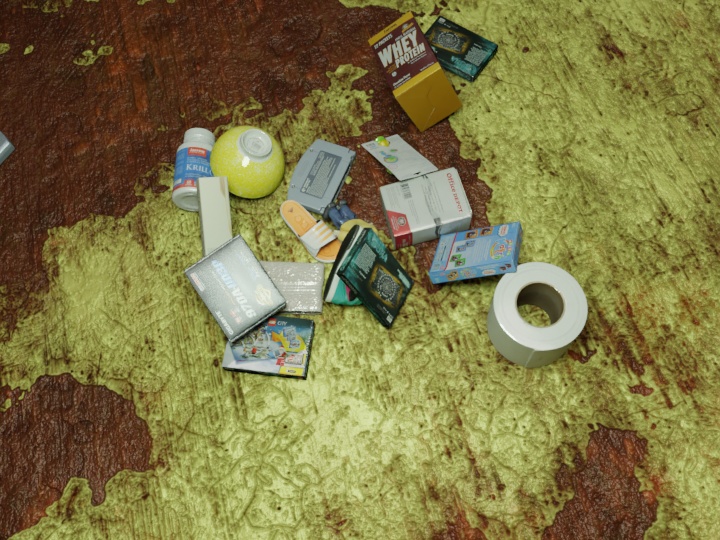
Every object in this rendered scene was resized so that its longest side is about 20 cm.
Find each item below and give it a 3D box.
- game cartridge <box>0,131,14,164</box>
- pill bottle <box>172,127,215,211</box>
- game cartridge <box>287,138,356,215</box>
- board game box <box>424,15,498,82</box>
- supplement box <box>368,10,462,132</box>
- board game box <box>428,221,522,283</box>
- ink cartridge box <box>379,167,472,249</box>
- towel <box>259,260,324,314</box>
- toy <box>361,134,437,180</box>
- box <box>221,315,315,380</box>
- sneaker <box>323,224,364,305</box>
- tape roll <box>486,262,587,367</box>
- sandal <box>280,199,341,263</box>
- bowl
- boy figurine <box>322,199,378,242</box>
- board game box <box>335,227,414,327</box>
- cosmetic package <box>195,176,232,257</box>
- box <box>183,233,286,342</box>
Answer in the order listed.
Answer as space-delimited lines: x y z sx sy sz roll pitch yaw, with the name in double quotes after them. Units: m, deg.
-1.088 -0.360 1.775 0.199 0.041 0.134 28 68 15 "game cartridge"
-0.429 -0.267 1.637 0.111 0.112 0.202 -4 67 3 "pill bottle"
-0.108 -0.247 1.645 0.132 0.042 0.202 18 69 17 "game cartridge"
0.270 -0.629 1.773 0.199 0.028 0.136 34 74 16 "board game box"
0.145 -0.514 1.633 0.132 0.197 0.202 -29 65 16 "supplement box"
0.269 -0.042 1.450 0.198 0.037 0.152 -10 35 29 "board game box"
0.161 -0.154 1.555 0.198 0.083 0.148 -14 66 -1 "ink cartridge box"
-0.187 0.040 1.528 0.197 0.035 0.134 1 67 5 "towel"
0.097 -0.280 1.615 0.114 0.048 0.200 -19 48 -22 "toy"
-0.214 0.175 1.469 0.197 0.038 0.138 6 67 7 "box"
0.000 0.000 1.470 0.119 0.084 0.202 18 110 -14 "sneaker"
0.389 0.100 1.397 0.200 0.139 0.205 -2 66 4 "tape roll"
-0.128 -0.101 1.557 0.206 0.059 0.079 43 79 9 "sandal"
-0.278 -0.298 1.600 0.198 0.108 0.202 10 63 -21 "bowl"
-0.006 -0.090 1.546 0.124 0.065 0.200 -21 63 -42 "boy figurine"
0.039 0.017 1.437 0.028 0.200 0.136 3 53 46 "board game box"
-0.354 -0.125 1.524 0.070 0.105 0.203 -6 98 -18 "cosmetic package"
-0.289 0.042 1.455 0.158 0.046 0.201 -34 88 -11 "box"
